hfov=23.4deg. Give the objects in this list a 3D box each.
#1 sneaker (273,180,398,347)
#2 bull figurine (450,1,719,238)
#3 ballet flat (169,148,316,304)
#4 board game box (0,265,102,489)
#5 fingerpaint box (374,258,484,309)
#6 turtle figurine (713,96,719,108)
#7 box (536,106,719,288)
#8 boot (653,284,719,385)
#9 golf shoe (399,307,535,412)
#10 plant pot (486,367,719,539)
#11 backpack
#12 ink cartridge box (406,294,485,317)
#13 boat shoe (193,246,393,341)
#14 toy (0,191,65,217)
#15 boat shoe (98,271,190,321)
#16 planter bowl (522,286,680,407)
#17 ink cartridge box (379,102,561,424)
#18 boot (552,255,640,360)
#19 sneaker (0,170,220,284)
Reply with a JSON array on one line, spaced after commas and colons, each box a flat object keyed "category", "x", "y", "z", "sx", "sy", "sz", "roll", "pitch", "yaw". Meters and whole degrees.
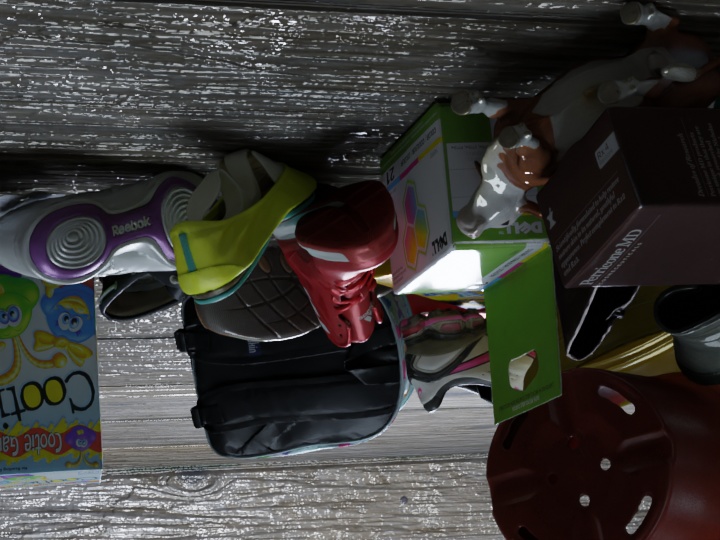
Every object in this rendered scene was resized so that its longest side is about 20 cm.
[{"category": "sneaker", "x": 0.000, "y": 0.000, "z": 1.275, "sx": 0.078, "sy": 0.116, "sz": 0.200, "roll": -32, "pitch": -163, "yaw": -9}, {"category": "bull figurine", "x": 0.128, "y": -0.091, "z": 1.071, "sx": 0.199, "sy": 0.065, "sz": 0.121, "roll": -31, "pitch": 159, "yaw": 19}, {"category": "ballet flat", "x": -0.083, "y": -0.047, "z": 1.221, "sx": 0.067, "sy": 0.067, "sz": 0.200, "roll": -19, "pitch": -162, "yaw": 25}, {"category": "board game box", "x": -0.266, "y": 0.072, "z": 1.422, "sx": 0.104, "sy": 0.201, "sz": 0.103, "roll": -3, "pitch": 168, "yaw": -11}, {"category": "fingerpaint box", "x": 0.119, "y": -0.024, "z": 1.422, "sx": 0.166, "sy": 0.074, "sz": 0.200, "roll": -11, "pitch": 166, "yaw": 27}, {"category": "turtle figurine", "x": 0.328, "y": -0.081, "z": 1.199, "sx": 0.149, "sy": 0.101, "sz": 0.200, "roll": -18, "pitch": 155, "yaw": 30}, {"category": "box", "x": 0.220, "y": -0.044, "z": 1.057, "sx": 0.199, "sy": 0.075, "sz": 0.100, "roll": 0, "pitch": 151, "yaw": -23}, {"category": "boot", "x": 0.310, "y": 0.018, "z": 1.242, "sx": 0.199, "sy": 0.068, "sz": 0.131, "roll": -24, "pitch": 156, "yaw": 5}, {"category": "golf shoe", "x": 0.128, "y": 0.076, "z": 1.521, "sx": 0.199, "sy": 0.093, "sz": 0.073, "roll": -5, "pitch": 171, "yaw": -23}, {"category": "plant pot", "x": 0.202, "y": 0.159, "z": 1.302, "sx": 0.200, "sy": 0.202, "sz": 0.195, "roll": -12, "pitch": 162, "yaw": 31}, {"category": "backpack", "x": -0.046, "y": 0.075, "z": 1.585, "sx": 0.199, "sy": 0.179, "sz": 0.151, "roll": -8, "pitch": -172, "yaw": 19}, {"category": "ink cartridge box", "x": 0.064, "y": 0.032, "z": 1.680, "sx": 0.116, "sy": 0.068, "sz": 0.200, "roll": 1, "pitch": 167, "yaw": -26}, {"category": "boat shoe", "x": -0.053, "y": 0.015, "z": 1.417, "sx": 0.199, "sy": 0.076, "sz": 0.072, "roll": -13, "pitch": 179, "yaw": -36}, {"category": "toy", "x": -0.326, "y": -0.030, "z": 1.255, "sx": 0.199, "sy": 0.047, "sz": 0.115, "roll": -27, "pitch": 178, "yaw": 12}, {"category": "boat shoe", "x": -0.148, "y": -0.004, "z": 1.425, "sx": 0.199, "sy": 0.061, "sz": 0.074, "roll": -15, "pitch": 147, "yaw": 41}, {"category": "planter bowl", "x": 0.207, "y": 0.047, "z": 1.410, "sx": 0.199, "sy": 0.084, "sz": 0.201, "roll": -18, "pitch": 160, "yaw": -7}, {"category": "ink cartridge box", "x": 0.076, "y": 0.000, "z": 1.212, "sx": 0.075, "sy": 0.201, "sz": 0.148, "roll": -1, "pitch": 167, "yaw": -15}, {"category": "boot", "x": 0.140, "y": 0.001, "z": 1.204, "sx": 0.072, "sy": 0.167, "sz": 0.200, "roll": 18, "pitch": 132, "yaw": -9}, {"category": "sneaker", "x": -0.184, "y": -0.034, "z": 1.271, "sx": 0.099, "sy": 0.075, "sz": 0.199, "roll": 4, "pitch": -173, "yaw": 44}]
